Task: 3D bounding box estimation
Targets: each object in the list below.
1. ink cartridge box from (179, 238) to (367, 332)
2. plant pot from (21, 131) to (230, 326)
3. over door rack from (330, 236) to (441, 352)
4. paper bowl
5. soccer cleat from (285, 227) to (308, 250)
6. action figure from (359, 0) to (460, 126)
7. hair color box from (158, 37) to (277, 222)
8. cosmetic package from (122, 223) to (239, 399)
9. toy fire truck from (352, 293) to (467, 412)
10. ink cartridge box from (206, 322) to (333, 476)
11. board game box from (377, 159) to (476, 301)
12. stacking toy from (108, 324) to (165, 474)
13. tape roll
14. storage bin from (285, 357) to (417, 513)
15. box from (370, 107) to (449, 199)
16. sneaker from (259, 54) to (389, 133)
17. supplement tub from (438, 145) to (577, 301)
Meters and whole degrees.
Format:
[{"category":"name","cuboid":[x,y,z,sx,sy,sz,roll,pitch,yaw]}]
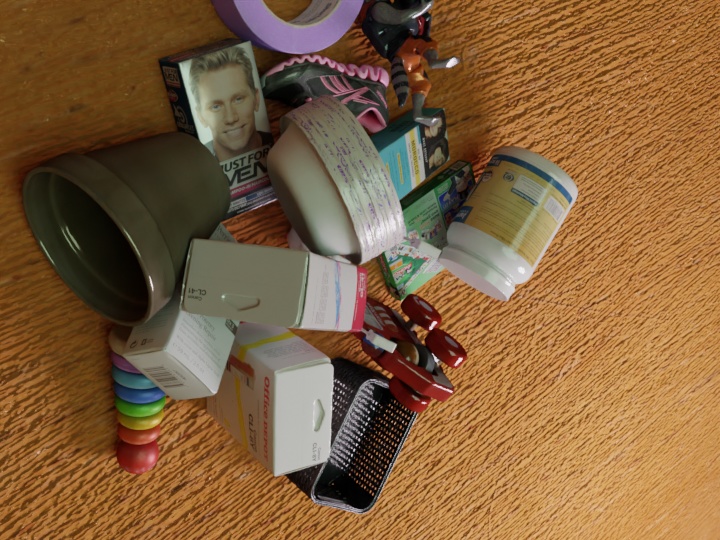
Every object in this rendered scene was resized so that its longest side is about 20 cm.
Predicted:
[{"category":"ink cartridge box","cuboid":[-0.091,0.022,0.956,0.200,0.147,0.086,22,75,-71]},{"category":"plant pot","cuboid":[-0.244,-0.067,0.937,0.173,0.199,0.201,-42,127,-37]},{"category":"over door rack","cuboid":[0.000,0.000,1.117,0.066,0.200,0.149,24,93,-38]},{"category":"paper bowl","cuboid":[-0.040,-0.099,0.997,0.104,0.201,0.202,-28,121,-11]},{"category":"soccer cleat","cuboid":[-0.041,-0.106,1.131,0.069,0.077,0.201,15,96,-39]},{"category":"action figure","cuboid":[0.052,-0.309,1.070,0.104,0.194,0.200,-25,154,-9]},{"category":"hair color box","cuboid":[-0.167,-0.172,1.026,0.100,0.060,0.201,-26,119,-28]},{"category":"cosmetic package","cuboid":[-0.199,0.044,1.003,0.102,0.074,0.201,53,38,-40]},{"category":"toy fire truck","cuboid":[0.047,0.104,1.195,0.167,0.200,0.112,25,111,-38]},{"category":"ink cartridge box","cuboid":[-0.124,0.151,1.079,0.083,0.200,0.146,-10,111,-34]},{"category":"board game box","cuboid":[0.109,-0.063,1.291,0.200,0.029,0.135,-35,125,-23]},{"category":"stacking toy","cuboid":[-0.276,0.168,1.054,0.085,0.085,0.201,-8,115,-35]},{"category":"tape roll","cuboid":[-0.088,-0.369,1.015,0.199,0.066,0.202,-13,113,-32]},{"category":"storage bin","cuboid":[-0.015,0.250,1.265,0.135,0.094,0.201,26,89,-39]},{"category":"box","cuboid":[0.058,-0.158,1.158,0.200,0.049,0.083,-41,130,-48]},{"category":"sneaker","cuboid":[-0.039,-0.218,1.077,0.199,0.079,0.096,-4,80,-35]},{"category":"supplement tub","cuboid":[0.221,-0.071,1.260,0.144,0.144,0.201,37,82,-39]}]
